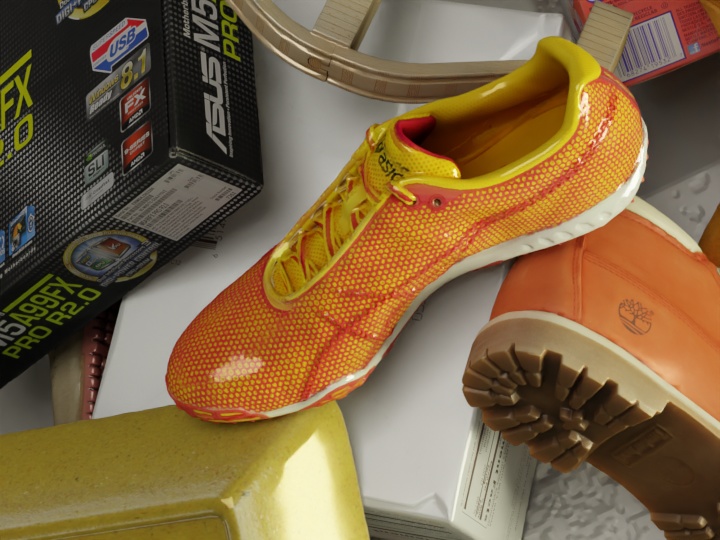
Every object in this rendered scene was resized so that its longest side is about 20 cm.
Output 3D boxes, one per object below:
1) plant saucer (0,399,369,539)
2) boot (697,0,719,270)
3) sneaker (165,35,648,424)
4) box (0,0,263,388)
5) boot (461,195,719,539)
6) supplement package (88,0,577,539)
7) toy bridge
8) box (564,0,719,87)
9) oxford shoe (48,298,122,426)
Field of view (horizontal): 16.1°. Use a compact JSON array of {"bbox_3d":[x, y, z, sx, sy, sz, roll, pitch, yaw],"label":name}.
[{"bbox_3d":[-0.086,0.156,0.962,0.199,0.048,0.201,-11,94,22],"label":"plant saucer"},{"bbox_3d":[0.148,-0.094,0.948,0.144,0.071,0.201,36,123,-12],"label":"boot"},{"bbox_3d":[0.007,-0.018,0.920,0.200,0.077,0.073,-36,45,7],"label":"sneaker"},{"bbox_3d":[-0.121,-0.057,1.026,0.200,0.044,0.161,-34,48,37],"label":"box"},{"bbox_3d":[0.136,0.047,0.963,0.075,0.200,0.107,-33,28,45],"label":"boot"},{"bbox_3d":[0.000,0.000,1.026,0.155,0.111,0.201,9,77,20],"label":"supplement package"},{"bbox_3d":[-0.002,-0.102,0.949,0.199,0.027,0.067,23,62,4],"label":"toy bridge"},{"bbox_3d":[0.164,-0.166,0.993,0.199,0.103,0.095,-22,32,4],"label":"box"},{"bbox_3d":[-0.118,0.004,1.090,0.075,0.070,0.201,-13,60,25],"label":"oxford shoe"}]
